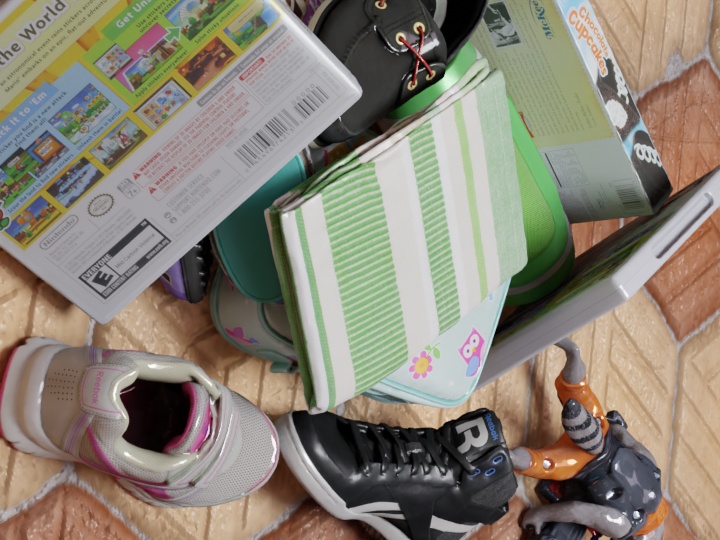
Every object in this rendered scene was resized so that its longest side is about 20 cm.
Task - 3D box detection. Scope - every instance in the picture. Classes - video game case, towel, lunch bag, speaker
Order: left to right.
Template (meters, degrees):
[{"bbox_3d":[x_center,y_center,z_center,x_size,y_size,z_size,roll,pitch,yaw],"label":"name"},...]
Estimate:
[{"bbox_3d":[-0.126,-0.086,0.926,0.200,0.023,0.182,-40,128,10],"label":"video game case"},{"bbox_3d":[0.000,0.000,1.124,0.199,0.077,0.162,23,81,-34],"label":"lunch bag"},{"bbox_3d":[0.027,-0.020,1.057,0.200,0.023,0.154,-37,129,-36],"label":"towel"},{"bbox_3d":[0.080,-0.070,1.233,0.089,0.088,0.201,-57,131,-32],"label":"speaker"},{"bbox_3d":[0.164,0.009,1.260,0.022,0.200,0.182,52,48,-2],"label":"video game case"}]

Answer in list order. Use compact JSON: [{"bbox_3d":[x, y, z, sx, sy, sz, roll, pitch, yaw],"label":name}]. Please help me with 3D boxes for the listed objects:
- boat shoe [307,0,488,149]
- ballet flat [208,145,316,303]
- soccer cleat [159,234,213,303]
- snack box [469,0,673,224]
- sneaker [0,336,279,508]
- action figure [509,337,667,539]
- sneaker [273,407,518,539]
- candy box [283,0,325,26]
[{"bbox_3d":[0.020,-0.141,1.070,0.202,0.062,0.074,-53,136,-47],"label":"boat shoe"},{"bbox_3d":[-0.068,-0.082,1.011,0.071,0.068,0.202,-108,-176,-65],"label":"ballet flat"},{"bbox_3d":[-0.132,-0.061,1.005,0.069,0.072,0.201,-90,170,-48],"label":"soccer cleat"},{"bbox_3d":[0.131,-0.125,1.254,0.037,0.115,0.201,-49,121,-38],"label":"snack box"},{"bbox_3d":[-0.108,0.093,1.009,0.199,0.088,0.082,21,76,-49],"label":"sneaker"},{"bbox_3d":[0.166,0.168,1.335,0.193,0.104,0.201,44,58,-32],"label":"action figure"},{"bbox_3d":[0.034,0.116,1.155,0.200,0.111,0.073,40,21,-51],"label":"sneaker"},{"bbox_3d":[-0.048,-0.194,1.097,0.117,0.056,0.201,57,49,-34],"label":"candy box"}]
